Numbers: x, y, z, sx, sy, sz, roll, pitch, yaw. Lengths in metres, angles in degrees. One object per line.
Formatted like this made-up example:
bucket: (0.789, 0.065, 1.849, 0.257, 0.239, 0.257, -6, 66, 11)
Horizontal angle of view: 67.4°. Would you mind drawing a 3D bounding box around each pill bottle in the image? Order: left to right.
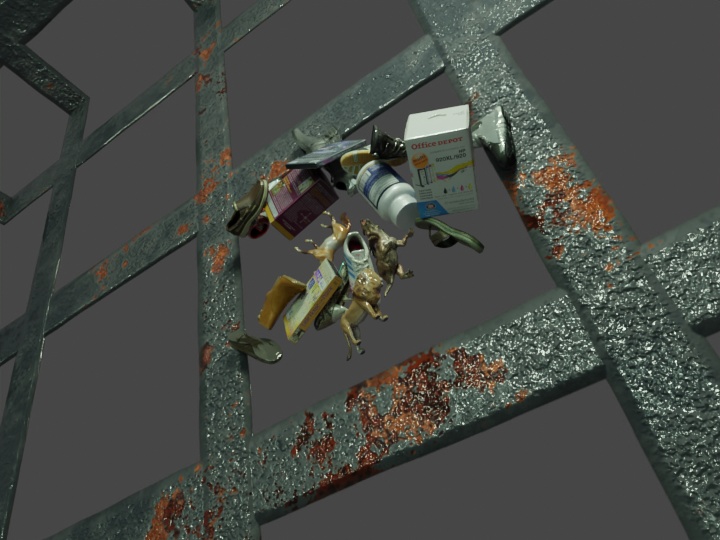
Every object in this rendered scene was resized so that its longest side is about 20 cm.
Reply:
pill bottle: (0.078, -0.192, 1.400, 0.111, 0.111, 0.201, -42, 48, 6)

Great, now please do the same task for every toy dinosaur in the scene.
toy dinosaur: (0.062, -0.031, 1.334, 0.135, 0.085, 0.204, -14, 75, 55)

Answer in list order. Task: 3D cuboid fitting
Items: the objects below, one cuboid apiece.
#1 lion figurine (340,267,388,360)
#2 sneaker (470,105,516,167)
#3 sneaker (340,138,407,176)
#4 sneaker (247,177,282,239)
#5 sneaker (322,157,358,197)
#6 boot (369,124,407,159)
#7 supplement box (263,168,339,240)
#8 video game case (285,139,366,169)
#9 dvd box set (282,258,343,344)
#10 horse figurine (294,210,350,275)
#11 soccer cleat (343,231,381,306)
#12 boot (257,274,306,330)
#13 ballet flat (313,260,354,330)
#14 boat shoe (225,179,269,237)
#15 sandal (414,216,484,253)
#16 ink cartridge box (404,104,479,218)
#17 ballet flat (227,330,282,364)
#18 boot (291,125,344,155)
lion figurine: (-0.005, 0.102, 1.268, 0.201, 0.072, 0.123, -53, 56, 19)
sneaker: (0.317, -0.311, 1.339, 0.114, 0.075, 0.203, -20, 43, 30)
sneaker: (0.037, -0.320, 1.509, 0.196, 0.077, 0.088, -11, 38, -7)
sneaker: (-0.294, -0.188, 1.690, 0.201, 0.067, 0.108, -45, 48, 8)
sneaker: (-0.065, -0.279, 1.573, 0.082, 0.075, 0.199, -47, 47, -7)
boot: (0.115, -0.313, 1.363, 0.170, 0.200, 0.071, 9, 93, 8)
supplement box: (-0.182, -0.213, 1.599, 0.199, 0.103, 0.132, -39, 46, 10)
video game case: (-0.098, -0.329, 1.530, 0.141, 0.019, 0.199, 9, 33, 45)
dvd box set: (-0.125, 0.075, 1.381, 0.201, 0.029, 0.146, -54, 21, 6)
horse figurine: (-0.088, -0.080, 1.485, 0.132, 0.050, 0.201, 34, 79, 30)
soccer cleat: (0.000, 0.000, 1.323, 0.069, 0.087, 0.203, -15, 69, -9)
boot: (-0.212, 0.090, 1.433, 0.200, 0.070, 0.146, -1, 64, 66)
ballet flat: (-0.046, 0.069, 1.366, 0.074, 0.068, 0.202, 19, 73, 24)
boat shoe: (-0.340, -0.184, 1.600, 0.204, 0.074, 0.075, -58, 40, 25)
sandal: (0.199, -0.078, 1.273, 0.200, 0.079, 0.058, 32, 97, 42)
ink cartridge box: (0.191, -0.253, 1.252, 0.144, 0.203, 0.146, -7, 34, 15)
ballet flat: (-0.282, 0.213, 1.458, 0.197, 0.047, 0.067, 14, 40, 34)
boot: (-0.130, -0.415, 1.720, 0.131, 0.070, 0.201, -39, 59, 4)
